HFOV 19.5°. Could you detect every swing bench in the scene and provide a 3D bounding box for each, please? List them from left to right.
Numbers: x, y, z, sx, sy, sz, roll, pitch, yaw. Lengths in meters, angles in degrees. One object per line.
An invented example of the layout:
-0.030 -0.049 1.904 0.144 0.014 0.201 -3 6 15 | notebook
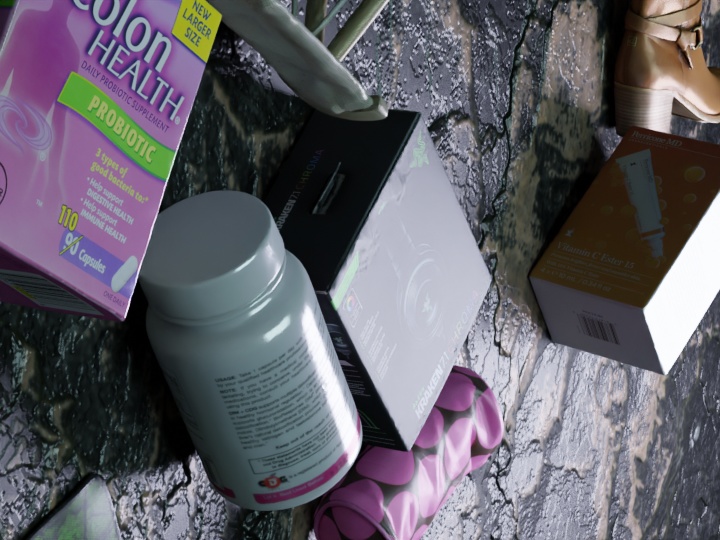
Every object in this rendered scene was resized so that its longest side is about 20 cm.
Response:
-0.044 -0.232 1.367 0.199 0.129 0.201 43 66 -56 | swing bench

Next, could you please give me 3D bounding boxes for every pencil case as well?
0.043 0.163 1.648 0.094 0.091 0.200 50 47 -7 | pencil case

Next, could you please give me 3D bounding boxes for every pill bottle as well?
-0.076 0.053 1.388 0.114 0.113 0.201 -56 141 -37 | pill bottle

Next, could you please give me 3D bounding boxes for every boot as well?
0.310 -0.221 2.029 0.199 0.076 0.156 -17 117 -44 | boot

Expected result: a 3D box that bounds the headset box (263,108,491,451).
0.000 0.000 1.527 0.175 0.092 0.200 -62 144 -32 | headset box

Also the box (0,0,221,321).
-0.186 -0.097 1.179 0.176 0.096 0.201 39 63 -56 | box

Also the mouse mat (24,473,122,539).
-0.203 0.244 1.322 0.200 0.007 0.162 -45 134 -45 | mouse mat

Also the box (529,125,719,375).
0.264 -0.021 1.921 0.200 0.124 0.098 -54 141 -27 | box
